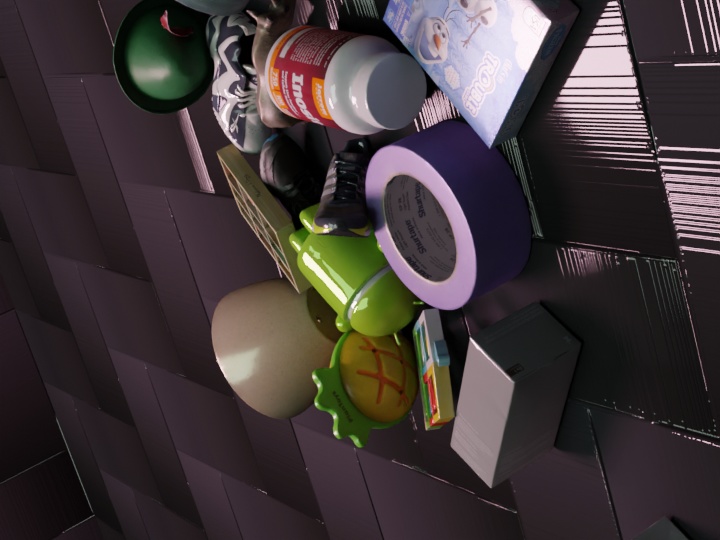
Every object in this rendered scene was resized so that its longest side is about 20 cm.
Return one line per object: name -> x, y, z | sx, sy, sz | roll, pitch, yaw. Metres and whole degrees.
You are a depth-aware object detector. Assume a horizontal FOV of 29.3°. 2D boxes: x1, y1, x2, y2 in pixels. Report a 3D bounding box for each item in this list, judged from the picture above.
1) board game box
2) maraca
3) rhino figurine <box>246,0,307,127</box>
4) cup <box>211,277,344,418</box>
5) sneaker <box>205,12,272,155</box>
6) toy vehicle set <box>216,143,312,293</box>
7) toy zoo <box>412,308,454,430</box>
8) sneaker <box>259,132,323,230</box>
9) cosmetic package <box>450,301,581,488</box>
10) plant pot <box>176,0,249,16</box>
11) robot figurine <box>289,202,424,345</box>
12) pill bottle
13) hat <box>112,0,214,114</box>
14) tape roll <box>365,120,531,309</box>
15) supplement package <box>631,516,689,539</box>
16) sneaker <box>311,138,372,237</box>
board game box -> 0.116, -0.261, 1.408 | 0.199, 0.043, 0.200 | 52, 150, 19
maraca -> 0.009, 0.145, 1.781 | 0.107, 0.200, 0.137 | -33, 94, 40
rhino figurine -> -0.098, -0.267, 1.725 | 0.060, 0.087, 0.201 | 34, 141, 42
cup -> -0.087, 0.088, 1.932 | 0.143, 0.200, 0.201 | -31, 85, 34
sneaker -> -0.142, -0.242, 1.828 | 0.129, 0.079, 0.201 | 29, 127, 60
toy vehicle set -> -0.130, -0.073, 1.878 | 0.200, 0.026, 0.125 | 52, 166, 43
toy zoo -> 0.089, 0.122, 1.684 | 0.200, 0.020, 0.132 | 103, 159, -79
sneaker -> -0.068, -0.094, 1.848 | 0.082, 0.073, 0.201 | 13, 135, 52
cosmetic package -> 0.176, 0.144, 1.582 | 0.090, 0.106, 0.201 | 44, 145, 35
plant pot -> -0.184, -0.427, 1.658 | 0.134, 0.200, 0.201 | -47, 70, 33
robot figurine -> 0.000, 0.000, 1.744 | 0.200, 0.115, 0.176 | 46, 133, 21
pill bottle -> -0.017, -0.220, 1.597 | 0.200, 0.113, 0.114 | 21, 131, 53
hat -> -0.220, -0.279, 1.827 | 0.175, 0.199, 0.167 | 17, 116, 45
tape roll -> 0.097, -0.062, 1.565 | 0.200, 0.085, 0.201 | 42, 146, 37
supplement package -> 0.325, 0.421, 1.510 | 0.191, 0.147, 0.201 | 47, 148, 29
sneaker -> -0.019, -0.099, 1.667 | 0.200, 0.073, 0.081 | -84, -5, -65
